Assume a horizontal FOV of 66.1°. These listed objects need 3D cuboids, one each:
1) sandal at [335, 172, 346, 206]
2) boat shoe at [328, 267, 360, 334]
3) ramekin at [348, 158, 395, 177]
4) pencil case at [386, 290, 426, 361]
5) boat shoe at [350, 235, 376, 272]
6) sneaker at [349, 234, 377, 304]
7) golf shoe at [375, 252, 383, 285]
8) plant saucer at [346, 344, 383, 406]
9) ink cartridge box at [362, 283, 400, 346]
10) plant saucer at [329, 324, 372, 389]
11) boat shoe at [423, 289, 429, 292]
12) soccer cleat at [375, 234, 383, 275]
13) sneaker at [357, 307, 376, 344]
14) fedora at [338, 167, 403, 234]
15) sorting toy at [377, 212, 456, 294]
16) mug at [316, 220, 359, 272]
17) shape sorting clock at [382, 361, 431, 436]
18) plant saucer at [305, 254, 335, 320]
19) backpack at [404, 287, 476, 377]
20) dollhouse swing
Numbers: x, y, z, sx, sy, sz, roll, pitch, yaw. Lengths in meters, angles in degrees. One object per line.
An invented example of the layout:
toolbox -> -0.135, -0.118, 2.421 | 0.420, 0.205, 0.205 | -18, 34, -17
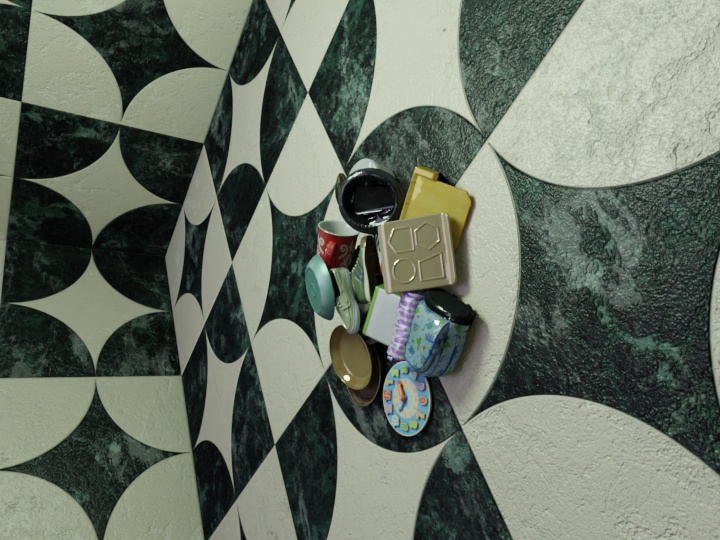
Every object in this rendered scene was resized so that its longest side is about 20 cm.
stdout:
sandal -> -0.021, -0.210, 1.694 | 0.202, 0.054, 0.082 | 57, 138, 25
boat shoe -> -0.054, 0.090, 1.637 | 0.072, 0.061, 0.205 | -33, 65, 47
ramekin -> 0.037, -0.241, 1.736 | 0.201, 0.092, 0.208 | -14, 73, 56
pencil case -> 0.126, 0.144, 1.489 | 0.085, 0.082, 0.205 | 26, 104, 50
boat shoe -> 0.017, -0.051, 1.768 | 0.201, 0.062, 0.075 | -41, 49, 44
sneaker -> 0.000, 0.000, 1.660 | 0.088, 0.066, 0.206 | -5, 88, 36
golf shoe -> 0.025, 0.035, 1.727 | 0.200, 0.076, 0.096 | -49, 47, 43
plant saucer -> 0.017, 0.318, 1.730 | 0.199, 0.036, 0.206 | -13, 75, 55
ink cartridge box -> 0.121, 0.146, 1.576 | 0.196, 0.075, 0.151 | 23, 106, 21
plant saucer -> -0.022, 0.261, 1.698 | 0.198, 0.035, 0.206 | 20, 117, 45
boat shoe -> 0.149, -0.004, 1.555 | 0.072, 0.059, 0.204 | -53, 44, 38
soccer cleat -> 0.079, -0.066, 1.651 | 0.085, 0.067, 0.206 | 168, 97, -69
sneaker -> -0.010, 0.150, 1.724 | 0.199, 0.074, 0.116 | 33, 148, 57
fedora -> 0.038, -0.200, 1.588 | 0.196, 0.091, 0.206 | 3, 99, 21
sorting toy -> 0.147, -0.044, 1.446 | 0.195, 0.036, 0.190 | -9, 82, 18
mug -> -0.096, -0.036, 1.737 | 0.132, 0.176, 0.205 | 25, 117, 31
shape sorting clock -> 0.126, 0.358, 1.554 | 0.198, 0.038, 0.206 | -13, 75, 56
plant saucer -> -0.129, 0.057, 1.680 | 0.199, 0.035, 0.205 | 167, 91, -70
backpack -> 0.193, 0.172, 1.408 | 0.163, 0.150, 0.205 | 41, 134, 52
dollhouse swing -> 0.204, -0.162, 1.521 | 0.182, 0.172, 0.205 | -51, -22, -74
